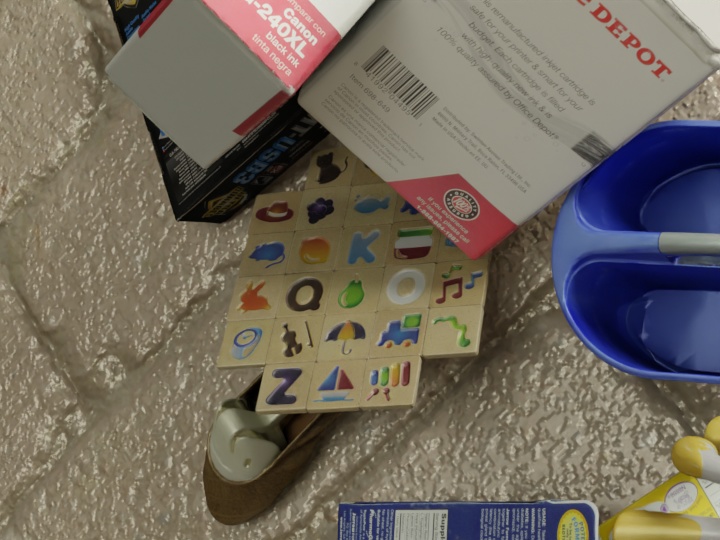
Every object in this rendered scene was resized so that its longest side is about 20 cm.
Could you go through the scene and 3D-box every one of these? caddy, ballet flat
[{"bbox_3d":[0.202,-0.007,0.918,0.199,0.105,0.142,3,83,31],"label":"caddy"},{"bbox_3d":[-0.046,0.082,1.069,0.200,0.072,0.068,-45,64,16],"label":"ballet flat"}]

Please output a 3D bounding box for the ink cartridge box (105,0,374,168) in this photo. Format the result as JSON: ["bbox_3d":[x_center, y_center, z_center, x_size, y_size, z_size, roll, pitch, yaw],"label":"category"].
[{"bbox_3d":[-0.032,-0.168,0.934,0.083,0.145,0.200,43,65,-9],"label":"ink cartridge box"}]

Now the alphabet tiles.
[{"bbox_3d":[0.000,0.000,1.036,0.165,0.006,0.201,-5,52,21],"label":"alphabet tiles"}]

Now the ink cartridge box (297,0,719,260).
[{"bbox_3d":[0.086,-0.123,0.933,0.146,0.085,0.200,41,129,-13],"label":"ink cartridge box"}]

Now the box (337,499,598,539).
[{"bbox_3d":[0.064,0.194,0.981,0.199,0.032,0.122,-8,76,45],"label":"box"}]

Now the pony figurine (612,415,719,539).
[{"bbox_3d":[0.250,0.114,0.807,0.199,0.192,0.168,4,94,53],"label":"pony figurine"}]

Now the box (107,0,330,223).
[{"bbox_3d":[-0.079,-0.164,1.116,0.200,0.049,0.200,-38,62,39],"label":"box"}]

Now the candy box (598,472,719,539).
[{"bbox_3d":[0.181,0.172,0.945,0.200,0.026,0.103,-37,67,20],"label":"candy box"}]
